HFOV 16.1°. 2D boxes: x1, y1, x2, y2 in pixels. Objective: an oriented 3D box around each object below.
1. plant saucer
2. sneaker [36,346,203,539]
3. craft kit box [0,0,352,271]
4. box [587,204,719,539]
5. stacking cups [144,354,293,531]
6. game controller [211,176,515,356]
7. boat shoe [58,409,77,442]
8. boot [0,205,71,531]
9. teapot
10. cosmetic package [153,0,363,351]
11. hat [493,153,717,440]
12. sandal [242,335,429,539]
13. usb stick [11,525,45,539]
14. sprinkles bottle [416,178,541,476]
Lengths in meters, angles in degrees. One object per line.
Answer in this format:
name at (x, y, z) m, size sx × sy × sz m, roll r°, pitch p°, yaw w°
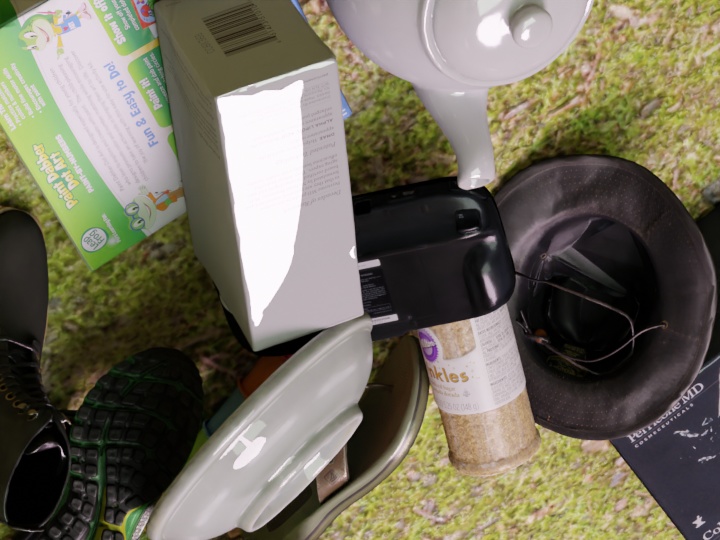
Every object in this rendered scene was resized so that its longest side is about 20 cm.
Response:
plant saucer at (-0.051, 0.113, 1.624) m, size 0.200 × 0.050 × 0.200 m, roll -46°, pitch 172°, yaw -8°
sneaker at (-0.167, 0.141, 1.667) m, size 0.078 × 0.085 × 0.201 m, roll 28°, pitch 87°, yaw -3°
craft kit box at (-0.127, -0.122, 1.557) m, size 0.197 × 0.049 × 0.201 m, roll -32°, pitch 134°, yaw -6°
box at (0.274, 0.080, 1.885) m, size 0.200 × 0.124 × 0.197 m, roll -38°, pitch 132°, yaw 3°
stacking cups at (-0.080, 0.104, 1.760) m, size 0.060 × 0.061 × 0.201 m, roll 26°, pitch 105°, yaw -40°
game controller at (0.000, 0.000, 1.673) m, size 0.198 × 0.042 × 0.105 m, roll -11°, pitch 128°, yaw 13°
boat shoe at (-0.256, 0.113, 1.650) m, size 0.199 × 0.075 × 0.062 m, roll 10°, pitch 121°, yaw -36°
boot at (-0.204, 0.062, 1.546) m, size 0.077 × 0.138 × 0.202 m, roll 11°, pitch 85°, yaw -33°
teapot at (0.076, -0.188, 1.546) m, size 0.197 × 0.146 × 0.200 m, roll -39°, pitch 133°, yaw 4°
cosmetic package at (-0.060, -0.065, 1.535) m, size 0.081 × 0.113 × 0.201 m, roll -20°, pitch 134°, yaw -13°
hat at (0.168, 0.013, 1.787) m, size 0.201 × 0.200 × 0.081 m, roll -58°, pitch 169°, yaw 21°
sandal at (-0.021, 0.127, 1.793) m, size 0.057 × 0.080 × 0.201 m, roll 35°, pitch 105°, yaw -28°
usb stick at (-0.220, 0.196, 1.765) m, size 0.200 × 0.033 × 0.055 m, roll -47°, pitch 139°, yaw 12°
sprinkles bottle at (0.071, 0.039, 1.735) m, size 0.068 × 0.068 × 0.201 m, roll -21°, pitch 113°, yaw -13°
